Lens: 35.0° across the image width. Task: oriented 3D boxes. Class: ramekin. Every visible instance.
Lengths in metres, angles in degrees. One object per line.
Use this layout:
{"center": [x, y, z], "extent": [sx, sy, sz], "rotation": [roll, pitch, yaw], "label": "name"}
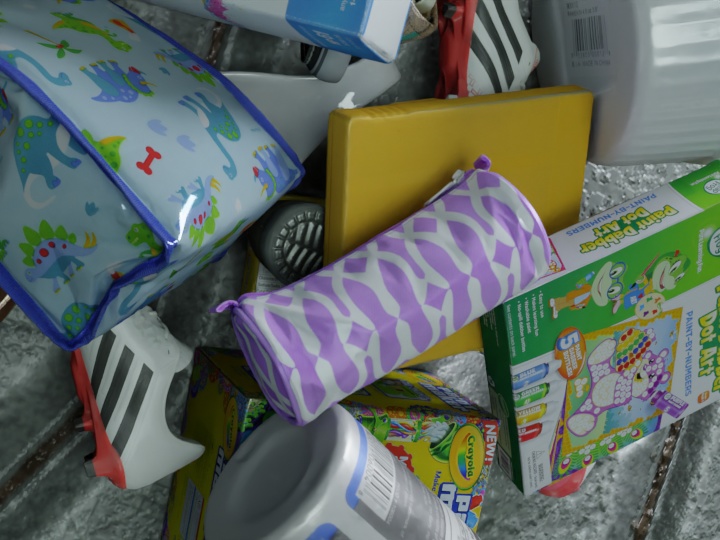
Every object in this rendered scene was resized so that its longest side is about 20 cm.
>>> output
{"center": [0.196, -0.167, 0.794], "extent": [0.097, 0.200, 0.202], "rotation": [-10, 106, -12], "label": "ramekin"}

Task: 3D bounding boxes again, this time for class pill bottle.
{"center": [0.009, 0.181, 0.700], "extent": [0.114, 0.114, 0.200], "rotation": [-47, 116, -7], "label": "pill bottle"}

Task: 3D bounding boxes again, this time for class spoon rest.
{"center": [-0.056, -0.105, 0.770], "extent": [0.199, 0.061, 0.100], "rotation": [-31, 112, -15], "label": "spoon rest"}

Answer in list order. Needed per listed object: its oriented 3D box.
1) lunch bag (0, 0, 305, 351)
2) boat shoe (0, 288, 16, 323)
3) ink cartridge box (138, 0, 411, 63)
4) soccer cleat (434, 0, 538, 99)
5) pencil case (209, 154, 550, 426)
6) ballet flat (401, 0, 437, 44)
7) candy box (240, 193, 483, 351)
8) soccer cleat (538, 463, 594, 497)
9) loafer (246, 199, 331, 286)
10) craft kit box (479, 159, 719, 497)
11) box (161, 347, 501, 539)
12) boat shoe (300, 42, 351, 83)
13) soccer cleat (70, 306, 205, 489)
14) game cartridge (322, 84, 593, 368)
{"center": [-0.159, -0.078, 0.650], "extent": [0.127, 0.170, 0.200], "rotation": [-39, 91, 27], "label": "lunch bag"}
{"center": [-0.280, 0.044, 0.700], "extent": [0.200, 0.072, 0.076], "rotation": [-42, 115, -9], "label": "boat shoe"}
{"center": [-0.063, -0.220, 0.669], "extent": [0.199, 0.085, 0.145], "rotation": [17, 95, 16], "label": "ink cartridge box"}
{"center": [0.087, -0.128, 0.813], "extent": [0.085, 0.069, 0.201], "rotation": [0, 94, -26], "label": "soccer cleat"}
{"center": [0.019, 0.010, 0.672], "extent": [0.199, 0.084, 0.086], "rotation": [-31, 98, -20], "label": "pencil case"}
{"center": [0.043, -0.245, 0.757], "extent": [0.068, 0.067, 0.201], "rotation": [10, 86, -51], "label": "ballet flat"}
{"center": [0.011, 0.003, 0.842], "extent": [0.199, 0.026, 0.103], "rotation": [6, 96, -25], "label": "candy box"}
{"center": [0.190, 0.090, 0.929], "extent": [0.076, 0.066, 0.201], "rotation": [31, 83, -56], "label": "soccer cleat"}
{"center": [0.000, 0.000, 0.786], "extent": [0.200, 0.070, 0.075], "rotation": [34, 88, -40], "label": "loafer"}
{"center": [0.183, 0.045, 0.810], "extent": [0.197, 0.049, 0.201], "rotation": [-26, 132, -15], "label": "craft kit box"}
{"center": [-0.029, 0.174, 0.813], "extent": [0.192, 0.122, 0.201], "rotation": [7, 99, -26], "label": "box"}
{"center": [-0.028, -0.220, 0.738], "extent": [0.056, 0.069, 0.201], "rotation": [6, 78, -16], "label": "boat shoe"}
{"center": [-0.155, 0.042, 0.743], "extent": [0.085, 0.069, 0.201], "rotation": [-13, 93, -15], "label": "soccer cleat"}
{"center": [0.064, -0.028, 0.758], "extent": [0.199, 0.032, 0.177], "rotation": [-10, 114, -30], "label": "game cartridge"}
